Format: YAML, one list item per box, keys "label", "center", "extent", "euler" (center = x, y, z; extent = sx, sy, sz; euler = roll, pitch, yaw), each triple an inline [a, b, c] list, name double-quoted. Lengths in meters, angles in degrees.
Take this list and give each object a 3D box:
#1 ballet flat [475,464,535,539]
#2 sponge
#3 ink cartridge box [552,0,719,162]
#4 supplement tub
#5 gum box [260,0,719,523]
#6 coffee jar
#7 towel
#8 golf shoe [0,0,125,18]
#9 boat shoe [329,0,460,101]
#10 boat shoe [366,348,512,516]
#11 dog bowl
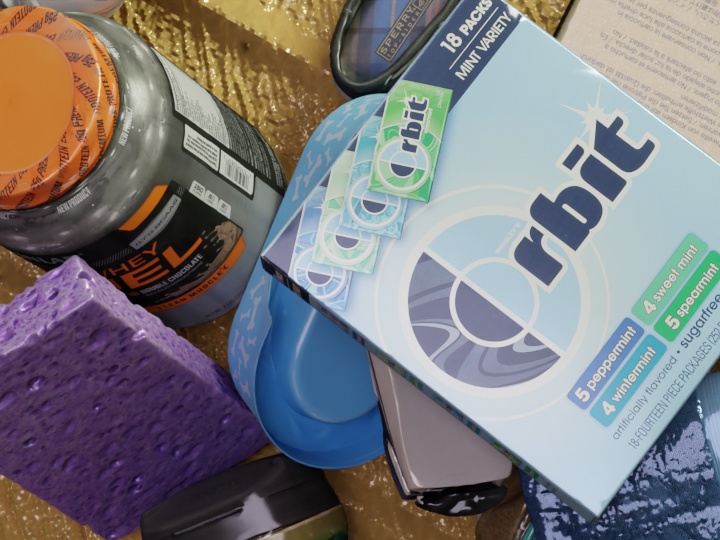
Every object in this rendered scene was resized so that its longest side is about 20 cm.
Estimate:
- label: "ballet flat"
  center: [0.097, 0.090, 1.420]
  extent: [0.072, 0.068, 0.201]
  euler: [39, 115, 35]
- label: "sponge"
  center: [-0.133, 0.069, 1.404]
  extent: [0.111, 0.200, 0.030]
  euler: [-33, 57, 10]
- label: "ink cartridge box"
  center: [0.181, -0.065, 1.387]
  extent: [0.199, 0.075, 0.165]
  euler: [27, 91, 0]
- label: "supplement tub"
  center: [-0.126, -0.052, 1.385]
  extent: [0.122, 0.200, 0.123]
  euler: [-7, 71, 22]
- label: "gum box"
  center: [0.082, -0.009, 1.317]
  extent: [0.200, 0.045, 0.170]
  euler: [38, 84, 6]
- label: "coffee jar"
  center: [-0.035, 0.197, 1.436]
  extent: [0.104, 0.085, 0.201]
  euler: [-23, 86, 17]
- label: "towel"
  center: [0.176, 0.103, 1.344]
  extent: [0.199, 0.049, 0.112]
  euler: [-14, 96, 12]
- label: "golf shoe"
  center: [-0.111, -0.201, 1.418]
  extent: [0.097, 0.078, 0.201]
  euler: [-13, 49, 45]
- label: "boat shoe"
  center: [0.047, -0.172, 1.438]
  extent: [0.068, 0.057, 0.200]
  euler: [30, 95, 9]
- label: "boat shoe"
  center: [0.027, 0.025, 1.385]
  extent: [0.074, 0.093, 0.201]
  euler: [-5, 82, -9]
- label: "dog bowl"
  center: [0.000, 0.000, 1.425]
  extent: [0.050, 0.111, 0.201]
  euler: [29, 97, 54]
